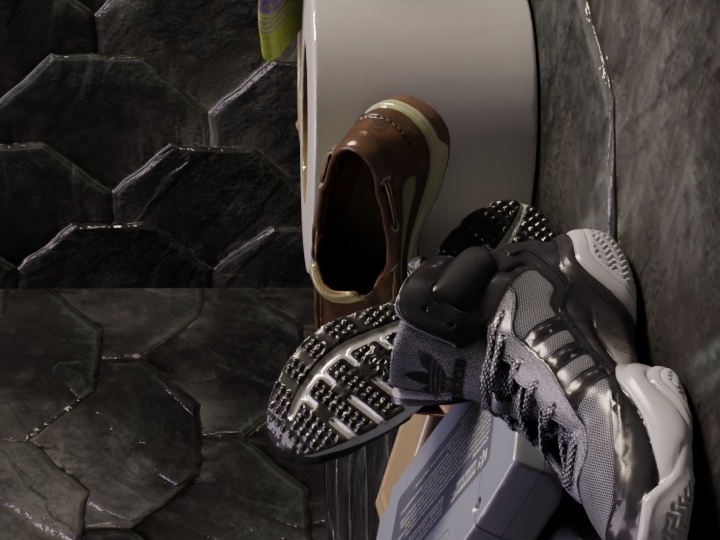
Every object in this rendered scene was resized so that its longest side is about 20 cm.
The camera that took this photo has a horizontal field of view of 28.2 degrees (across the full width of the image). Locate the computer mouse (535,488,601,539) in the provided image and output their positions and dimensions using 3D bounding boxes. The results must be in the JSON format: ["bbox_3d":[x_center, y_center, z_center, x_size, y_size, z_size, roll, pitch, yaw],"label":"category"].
[{"bbox_3d":[0.106,0.158,0.671,0.200,0.034,0.059,-108,20,-74],"label":"computer mouse"}]

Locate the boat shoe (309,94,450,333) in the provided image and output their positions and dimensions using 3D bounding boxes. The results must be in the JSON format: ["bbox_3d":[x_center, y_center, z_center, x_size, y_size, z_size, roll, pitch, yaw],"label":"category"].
[{"bbox_3d":[-0.005,-0.003,0.834,0.075,0.074,0.204,-37,-37,-46],"label":"boat shoe"}]

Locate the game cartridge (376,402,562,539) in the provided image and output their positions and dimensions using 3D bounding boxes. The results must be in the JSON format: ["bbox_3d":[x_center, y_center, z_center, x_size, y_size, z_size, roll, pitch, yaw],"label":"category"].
[{"bbox_3d":[0.056,0.128,0.782,0.134,0.041,0.201,-82,17,-45],"label":"game cartridge"}]

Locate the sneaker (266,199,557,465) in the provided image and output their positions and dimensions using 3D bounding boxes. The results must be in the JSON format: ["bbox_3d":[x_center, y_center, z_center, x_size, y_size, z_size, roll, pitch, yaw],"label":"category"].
[{"bbox_3d":[0.035,0.048,0.805,0.074,0.199,0.080,45,161,30],"label":"sneaker"}]

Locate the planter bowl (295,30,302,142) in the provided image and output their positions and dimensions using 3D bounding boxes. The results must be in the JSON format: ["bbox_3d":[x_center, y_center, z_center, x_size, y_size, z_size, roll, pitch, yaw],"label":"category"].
[{"bbox_3d":[0.013,-0.165,1.193,0.200,0.133,0.203,179,90,-86],"label":"planter bowl"}]

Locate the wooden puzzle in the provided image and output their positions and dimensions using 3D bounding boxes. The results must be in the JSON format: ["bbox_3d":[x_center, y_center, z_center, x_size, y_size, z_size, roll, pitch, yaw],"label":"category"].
[{"bbox_3d":[0.054,0.118,1.078,0.200,0.037,0.187,-86,13,-83],"label":"wooden puzzle"}]

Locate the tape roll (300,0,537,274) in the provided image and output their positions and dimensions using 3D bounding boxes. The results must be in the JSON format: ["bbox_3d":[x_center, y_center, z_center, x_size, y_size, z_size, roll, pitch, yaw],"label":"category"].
[{"bbox_3d":[0.031,-0.098,0.949,0.203,0.138,0.205,179,90,-86],"label":"tape roll"}]

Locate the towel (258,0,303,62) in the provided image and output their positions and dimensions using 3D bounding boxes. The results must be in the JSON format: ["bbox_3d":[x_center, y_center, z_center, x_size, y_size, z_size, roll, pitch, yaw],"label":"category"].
[{"bbox_3d":[-0.015,-0.243,0.968,0.143,0.023,0.201,-42,-19,-30],"label":"towel"}]

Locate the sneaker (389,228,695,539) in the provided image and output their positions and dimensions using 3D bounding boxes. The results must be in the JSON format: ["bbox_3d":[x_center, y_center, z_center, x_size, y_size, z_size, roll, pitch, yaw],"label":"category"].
[{"bbox_3d":[0.070,0.055,0.613,0.201,0.113,0.076,-96,7,-53],"label":"sneaker"}]

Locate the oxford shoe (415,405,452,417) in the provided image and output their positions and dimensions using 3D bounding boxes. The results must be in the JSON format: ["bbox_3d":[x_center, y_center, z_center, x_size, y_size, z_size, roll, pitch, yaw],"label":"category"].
[{"bbox_3d":[0.030,0.053,0.940,0.072,0.071,0.200,-57,27,-3],"label":"oxford shoe"}]
